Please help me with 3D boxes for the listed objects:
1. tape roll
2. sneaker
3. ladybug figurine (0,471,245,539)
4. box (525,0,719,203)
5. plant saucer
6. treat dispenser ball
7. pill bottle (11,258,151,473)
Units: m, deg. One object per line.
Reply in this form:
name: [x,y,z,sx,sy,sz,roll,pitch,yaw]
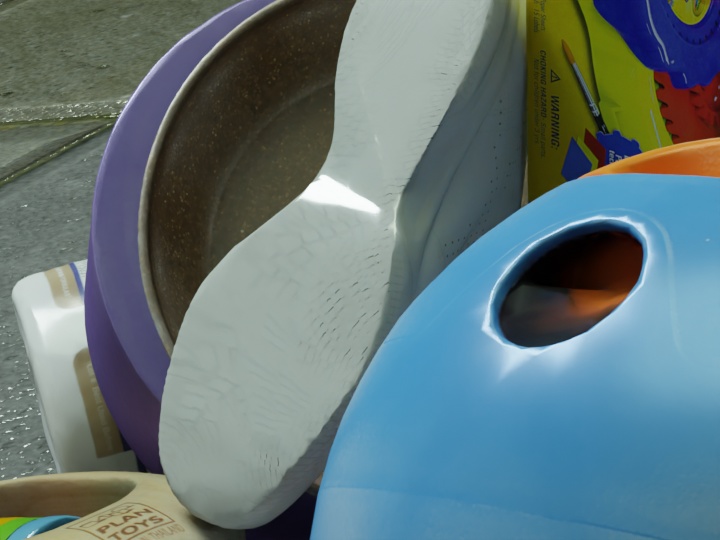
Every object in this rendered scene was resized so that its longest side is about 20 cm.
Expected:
tape roll: [0.000,0.000,0.926,0.199,0.200,0.085,-17,-17,-15]
sneaker: [0.011,-0.002,0.811,0.075,0.200,0.088,24,-7,35]
ladybug figurine: [-0.112,0.115,0.847,0.136,0.072,0.200,-20,9,-38]
box: [0.157,-0.087,0.750,0.122,0.201,0.192,-28,38,-37]
plant saucer: [0.023,-0.006,0.868,0.200,0.201,0.037,-17,-17,-15]
treat dispenser ball: [0.088,0.072,0.543,0.200,0.201,0.201,-12,17,4]
pill bottle: [-0.031,0.032,1.017,0.199,0.111,0.111,-15,17,-9]
